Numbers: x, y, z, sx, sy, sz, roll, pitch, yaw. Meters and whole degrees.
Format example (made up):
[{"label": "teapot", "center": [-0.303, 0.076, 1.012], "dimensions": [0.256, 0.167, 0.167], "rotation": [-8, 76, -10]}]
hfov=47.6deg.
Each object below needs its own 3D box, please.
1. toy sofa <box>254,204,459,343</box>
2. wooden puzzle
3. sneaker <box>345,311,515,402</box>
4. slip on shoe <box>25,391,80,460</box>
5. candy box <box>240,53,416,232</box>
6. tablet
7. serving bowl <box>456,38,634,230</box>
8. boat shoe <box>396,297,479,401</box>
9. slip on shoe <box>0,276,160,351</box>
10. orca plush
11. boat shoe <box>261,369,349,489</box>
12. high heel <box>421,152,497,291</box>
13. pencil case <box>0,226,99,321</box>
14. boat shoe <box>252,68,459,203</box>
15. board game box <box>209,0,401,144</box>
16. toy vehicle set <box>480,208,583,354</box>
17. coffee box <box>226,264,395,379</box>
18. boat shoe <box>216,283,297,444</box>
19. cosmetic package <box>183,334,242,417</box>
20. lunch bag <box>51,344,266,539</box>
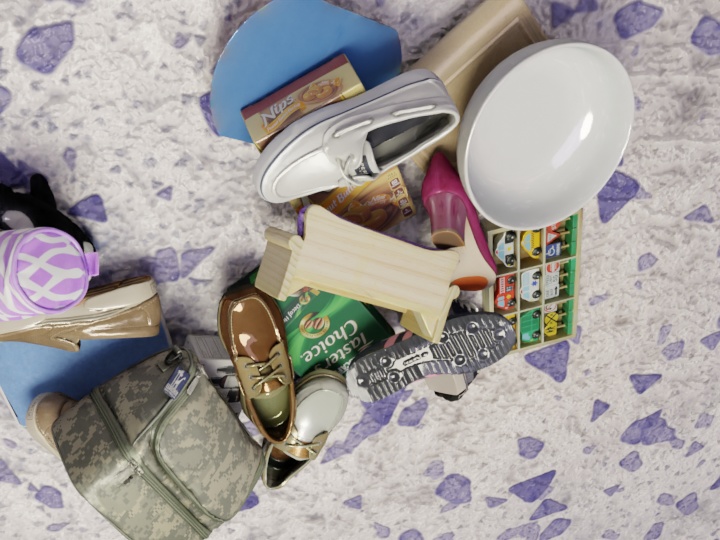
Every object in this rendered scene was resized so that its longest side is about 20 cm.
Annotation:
[{"label": "toy sofa", "center": [0.000, 0.000, 0.841], "dimensions": [0.198, 0.083, 0.099], "rotation": [16, 92, -26]}, {"label": "wooden puzzle", "center": [0.133, -0.171, 0.872], "dimensions": [0.185, 0.037, 0.200], "rotation": [-40, 128, 11]}, {"label": "sneaker", "center": [0.079, 0.086, 0.935], "dimensions": [0.198, 0.082, 0.071], "rotation": [-17, 101, 11]}, {"label": "slip on shoe", "center": [-0.303, 0.209, 0.954], "dimensions": [0.060, 0.077, 0.201], "rotation": [-6, 134, 26]}, {"label": "candy box", "center": [-0.026, -0.106, 0.830], "dimensions": [0.114, 0.056, 0.201], "rotation": [-29, 142, 1]}, {"label": "tablet", "center": [-0.314, 0.106, 0.934], "dimensions": [0.197, 0.014, 0.131], "rotation": [-15, 126, -9]}, {"label": "serving bowl", "center": [0.179, -0.144, 0.837], "dimensions": [0.198, 0.066, 0.202], "rotation": [-14, 127, -19]}, {"label": "boat shoe", "center": [0.103, 0.052, 1.005], "dimensions": [0.092, 0.074, 0.202], "rotation": [-34, 117, -38]}, {"label": "slip on shoe", "center": [-0.309, 0.057, 0.855], "dimensions": [0.197, 0.076, 0.061], "rotation": [-14, 103, -17]}, {"label": "orca plush", "center": [-0.339, -0.064, 0.801], "dimensions": [0.199, 0.072, 0.105], "rotation": [28, 156, -26]}, {"label": "boat shoe", "center": [-0.069, 0.201, 1.004], "dimensions": [0.074, 0.069, 0.201], "rotation": [21, 131, -12]}, {"label": "high heel", "center": [0.115, -0.046, 0.916], "dimensions": [0.066, 0.097, 0.200], "rotation": [-5, 156, 13]}, {"label": "pencil case", "center": [-0.340, 0.007, 0.760], "dimensions": [0.085, 0.198, 0.085], "rotation": [3, 85, -55]}, {"label": "boat shoe", "center": [-0.005, -0.112, 0.739], "dimensions": [0.199, 0.066, 0.074], "rotation": [-31, 141, 3]}, {"label": "board game box", "center": [-0.055, -0.193, 0.798], "dimensions": [0.198, 0.039, 0.159], "rotation": [7, 128, -39]}, {"label": "toy vehicle set", "center": [0.215, 0.014, 1.031], "dimensions": [0.123, 0.027, 0.202], "rotation": [-14, 125, -8]}, {"label": "coffee box", "center": [-0.050, 0.059, 0.966], "dimensions": [0.122, 0.044, 0.200], "rotation": [-34, 126, 7]}, {"label": "boat shoe", "center": [-0.104, 0.109, 0.904], "dimensions": [0.075, 0.074, 0.202], "rotation": [-21, 127, -14]}, {"label": "cosmetic package", "center": [-0.192, 0.173, 0.985], "dimensions": [0.082, 0.051, 0.202], "rotation": [6, 121, -32]}, {"label": "lunch bag", "center": [-0.207, 0.194, 0.880], "dimensions": [0.167, 0.139, 0.201], "rotation": [-39, 130, -14]}]
